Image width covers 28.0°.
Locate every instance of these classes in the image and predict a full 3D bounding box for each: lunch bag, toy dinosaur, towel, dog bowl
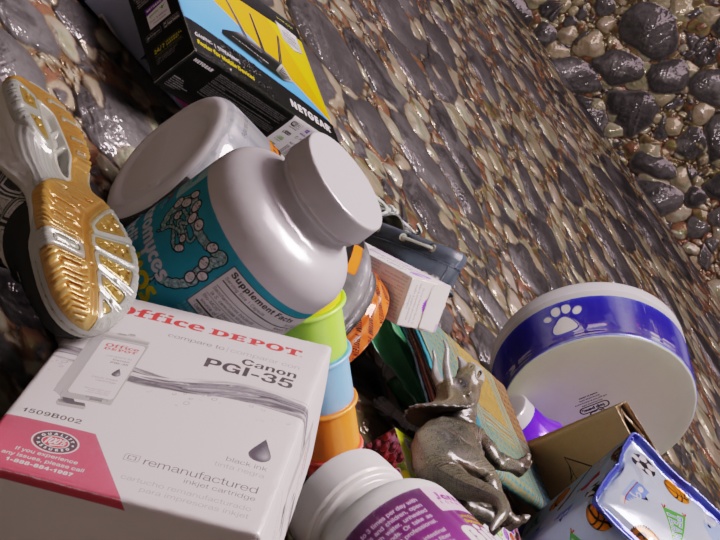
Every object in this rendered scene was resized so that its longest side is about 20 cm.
[{"bbox_3d":[0.228,0.266,1.172,0.200,0.170,0.124,43,41,2],"label":"lunch bag"},{"bbox_3d":[0.069,0.142,1.039,0.102,0.077,0.200,37,22,-7],"label":"toy dinosaur"},{"bbox_3d":[0.098,0.123,1.237,0.200,0.022,0.147,41,24,-50],"label":"towel"},{"bbox_3d":[0.231,0.112,1.443,0.200,0.200,0.079,44,26,-30],"label":"dog bowl"}]

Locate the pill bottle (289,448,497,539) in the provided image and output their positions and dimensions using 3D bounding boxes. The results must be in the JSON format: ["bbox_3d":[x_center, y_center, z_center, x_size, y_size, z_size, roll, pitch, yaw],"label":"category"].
[{"bbox_3d":[0.042,0.205,0.929,0.200,0.112,0.112,41,7,39],"label":"pill bottle"}]

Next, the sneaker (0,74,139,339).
[{"bbox_3d":[-0.190,-0.021,0.831,0.076,0.088,0.200,37,19,-44],"label":"sneaker"}]

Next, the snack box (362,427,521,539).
[{"bbox_3d":[0.072,0.239,1.078,0.169,0.068,0.200,35,30,-45],"label":"snack box"}]

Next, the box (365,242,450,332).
[{"bbox_3d":[0.000,0.000,1.164,0.039,0.042,0.200,13,8,-32],"label":"box"}]

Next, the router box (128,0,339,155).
[{"bbox_3d":[-0.110,-0.184,1.215,0.200,0.051,0.150,29,34,-52],"label":"router box"}]

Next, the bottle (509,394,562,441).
[{"bbox_3d":[0.200,0.206,1.411,0.200,0.065,0.084,49,45,-19],"label":"bottle"}]

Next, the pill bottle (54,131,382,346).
[{"bbox_3d":[-0.085,-0.001,0.885,0.111,0.200,0.111,47,21,-25],"label":"pill bottle"}]

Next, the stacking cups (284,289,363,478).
[{"bbox_3d":[-0.033,0.072,1.003,0.061,0.060,0.201,-84,169,-61],"label":"stacking cups"}]

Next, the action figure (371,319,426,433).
[{"bbox_3d":[0.047,0.107,1.241,0.200,0.055,0.118,60,19,13],"label":"action figure"}]

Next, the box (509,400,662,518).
[{"bbox_3d":[0.213,0.213,1.286,0.021,0.200,0.164,-29,86,-33],"label":"box"}]

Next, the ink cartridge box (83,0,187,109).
[{"bbox_3d":[-0.184,-0.229,1.239,0.200,0.042,0.119,50,22,-24],"label":"ink cartridge box"}]

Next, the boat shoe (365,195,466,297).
[{"bbox_3d":[0.019,-0.026,1.262,0.075,0.062,0.200,34,0,-36],"label":"boat shoe"}]

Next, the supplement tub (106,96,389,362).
[{"bbox_3d":[-0.076,-0.018,1.047,0.200,0.122,0.123,46,22,-28],"label":"supplement tub"}]

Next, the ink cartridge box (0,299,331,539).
[{"bbox_3d":[-0.106,0.099,0.761,0.146,0.083,0.200,13,25,3],"label":"ink cartridge box"}]
